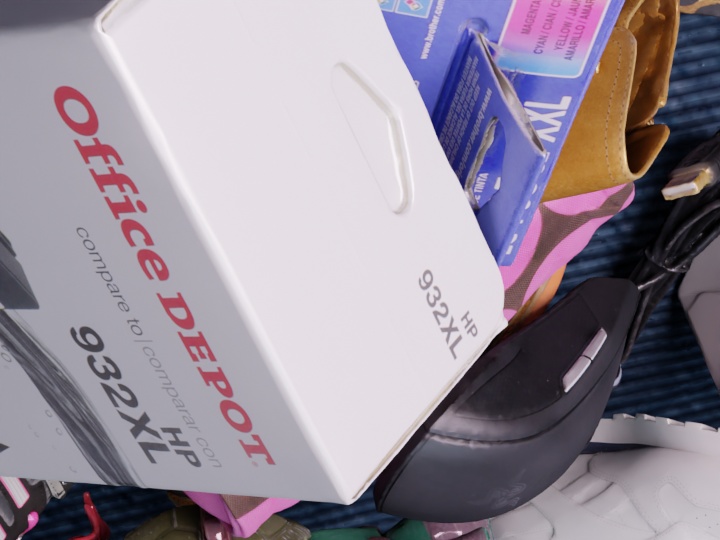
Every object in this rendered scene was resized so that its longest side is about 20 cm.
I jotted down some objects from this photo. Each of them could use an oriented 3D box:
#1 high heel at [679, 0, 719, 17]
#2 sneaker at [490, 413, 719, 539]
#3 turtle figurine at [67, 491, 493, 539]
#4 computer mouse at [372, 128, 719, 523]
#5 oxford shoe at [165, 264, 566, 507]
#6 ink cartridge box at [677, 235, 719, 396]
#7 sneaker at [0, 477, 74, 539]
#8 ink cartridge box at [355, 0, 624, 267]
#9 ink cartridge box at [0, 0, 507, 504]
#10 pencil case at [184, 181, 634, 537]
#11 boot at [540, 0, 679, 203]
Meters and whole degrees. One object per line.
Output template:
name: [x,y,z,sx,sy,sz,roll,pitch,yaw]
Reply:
high heel: [0.158,-0.081,0.878,0.142,0.071,0.200,-29,116,3]
sneaker: [0.116,0.101,0.965,0.076,0.081,0.200,22,163,-33]
turtle figurine: [-0.045,0.133,0.917,0.200,0.150,0.101,-13,113,4]
computer mouse: [0.091,0.024,0.897,0.200,0.046,0.141,-32,160,-51]
oxford shoe: [-0.011,0.029,0.941,0.200,0.071,0.073,-35,127,17]
ink cartridge box: [0.245,-0.004,0.983,0.200,0.068,0.117,3,131,-20]
sneaker: [-0.146,0.088,0.911,0.087,0.074,0.200,3,92,-30]
ink cartridge box: [0.024,-0.097,0.674,0.076,0.200,0.137,9,143,-7]
ink cartridge box: [-0.082,-0.021,0.647,0.200,0.084,0.145,-1,126,42]
pencil case: [0.000,0.000,0.876,0.200,0.094,0.091,-38,135,-6]
boot: [0.019,-0.029,0.784,0.144,0.201,0.071,1,139,32]
